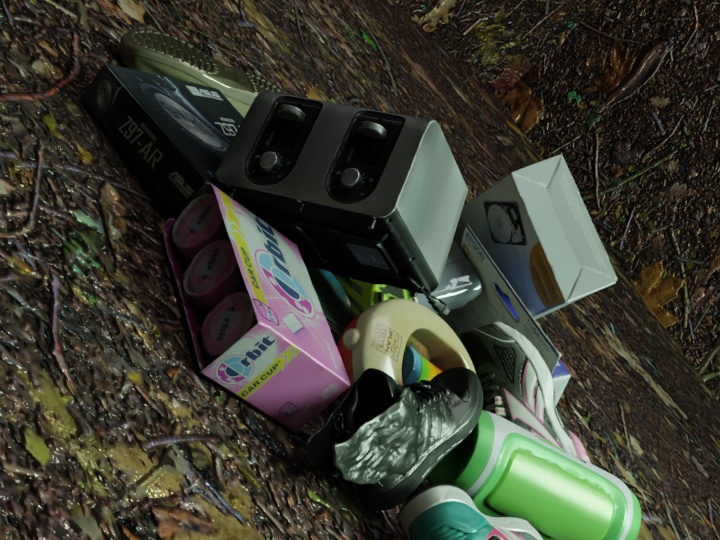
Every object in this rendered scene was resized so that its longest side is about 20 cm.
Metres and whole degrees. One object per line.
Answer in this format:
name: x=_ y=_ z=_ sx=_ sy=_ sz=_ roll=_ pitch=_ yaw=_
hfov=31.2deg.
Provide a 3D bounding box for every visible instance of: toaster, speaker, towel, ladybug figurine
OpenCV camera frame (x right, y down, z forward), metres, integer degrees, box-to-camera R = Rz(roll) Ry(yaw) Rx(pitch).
toaster: x=-0.007 y=-0.066 z=1.181 sx=0.179 sy=0.120 sz=0.200 roll=14 pitch=-20 yaw=25
speaker: x=0.158 y=0.197 z=1.164 sx=0.199 sy=0.089 sz=0.089 roll=29 pitch=22 yaw=-25
towel: x=-0.086 y=-0.014 z=1.276 sx=0.200 sy=0.022 sz=0.147 roll=39 pitch=17 yaw=-26
ladybug figurine: x=0.039 y=0.102 z=1.188 sx=0.200 sy=0.071 sz=0.137 roll=42 pitch=51 yaw=-41

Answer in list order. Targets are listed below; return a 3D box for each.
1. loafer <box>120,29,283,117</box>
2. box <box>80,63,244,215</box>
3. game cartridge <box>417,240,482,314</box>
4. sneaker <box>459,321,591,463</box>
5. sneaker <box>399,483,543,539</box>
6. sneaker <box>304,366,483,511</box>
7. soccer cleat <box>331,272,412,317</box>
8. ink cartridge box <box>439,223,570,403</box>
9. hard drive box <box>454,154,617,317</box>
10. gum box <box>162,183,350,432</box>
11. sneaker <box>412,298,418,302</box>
loafer: x=-0.173 y=-0.194 z=1.390 sx=0.199 sy=0.069 sz=0.076 roll=23 pitch=24 yaw=-24
box: x=-0.154 y=-0.118 z=1.244 sx=0.160 sy=0.044 sz=0.200 roll=48 pitch=19 yaw=18
game cartridge: x=0.036 y=-0.029 z=1.468 sx=0.132 sy=0.042 sz=0.201 roll=-13 pitch=53 yaw=-25
sneaker: x=0.147 y=0.144 z=1.256 sx=0.086 sy=0.080 sz=0.201 roll=-19 pitch=69 yaw=-33
sneaker: x=0.117 y=0.257 z=1.059 sx=0.200 sy=0.083 sz=0.121 roll=34 pitch=22 yaw=-46
sneaker: x=0.033 y=0.117 z=1.057 sx=0.200 sy=0.060 sz=0.105 roll=-45 pitch=131 yaw=-37
soccer cleat: x=0.000 y=0.000 z=1.292 sx=0.064 sy=0.083 sz=0.202 roll=16 pitch=58 yaw=-50
ink cartridge box: x=0.163 y=0.075 z=1.473 sx=0.043 sy=0.201 sz=0.197 roll=-17 pitch=58 yaw=-25
hard drive box: x=0.188 y=-0.023 z=1.491 sx=0.157 sy=0.076 sz=0.200 roll=67 pitch=-24 yaw=6
gum box: x=-0.091 y=0.024 z=1.077 sx=0.113 sy=0.066 sz=0.201 roll=38 pitch=18 yaw=-38
sneaker: x=0.005 y=-0.024 z=1.372 sx=0.201 sy=0.077 sz=0.085 roll=60 pitch=2 yaw=34
